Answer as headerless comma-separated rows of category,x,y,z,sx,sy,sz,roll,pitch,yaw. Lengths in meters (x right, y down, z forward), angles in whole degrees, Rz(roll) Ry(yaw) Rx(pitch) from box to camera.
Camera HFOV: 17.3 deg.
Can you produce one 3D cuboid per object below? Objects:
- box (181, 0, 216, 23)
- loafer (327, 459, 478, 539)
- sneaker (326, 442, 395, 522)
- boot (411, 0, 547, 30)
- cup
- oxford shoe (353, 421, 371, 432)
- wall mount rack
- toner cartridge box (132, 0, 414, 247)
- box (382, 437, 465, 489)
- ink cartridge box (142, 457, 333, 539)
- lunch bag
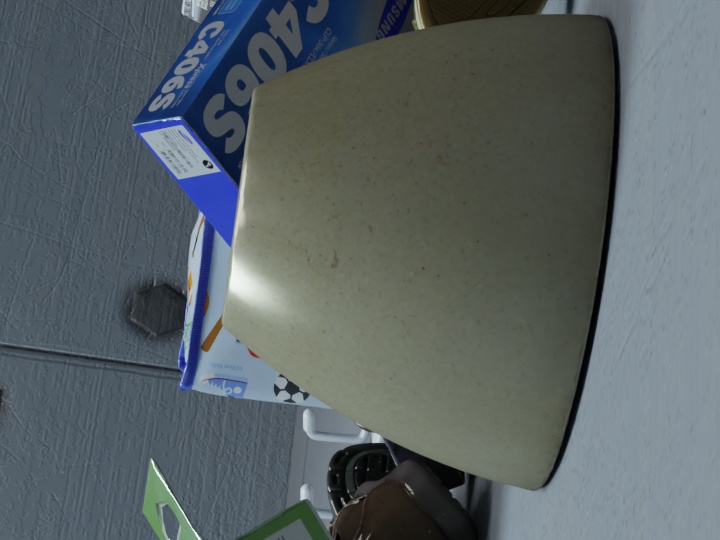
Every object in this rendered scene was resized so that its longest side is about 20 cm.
box,-0.022,-0.172,1.551,0.200,0.156,0.050,-141,58,-71
loafer,0.003,0.151,1.229,0.071,0.073,0.200,-37,-12,-17
sneaker,0.008,0.197,1.405,0.201,0.075,0.091,-76,-12,-50
boot,0.060,-0.148,1.188,0.155,0.071,0.201,104,178,-57
cup,0.018,-0.016,0.993,0.200,0.142,0.202,-173,90,-87
oxford shoe,0.000,0.000,1.444,0.072,0.071,0.202,-14,-91,-68
wall mount rack,-0.007,0.081,1.746,0.200,0.074,0.175,-91,9,-64
toner cartridge box,-0.036,-0.118,1.276,0.095,0.043,0.201,51,-127,-31
box,0.017,0.010,1.283,0.201,0.036,0.144,-89,-24,-61
ink cartridge box,-0.029,0.174,1.141,0.201,0.059,0.104,57,165,12
lunch bag,-0.027,-0.017,1.546,0.124,0.168,0.202,-137,54,-80
